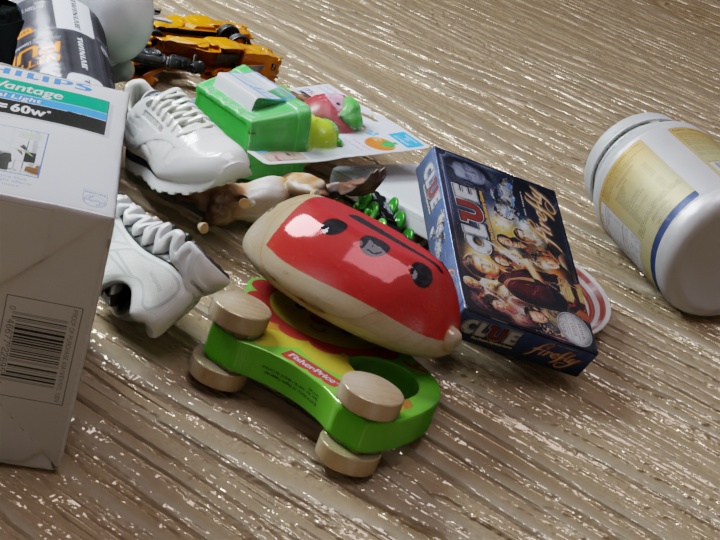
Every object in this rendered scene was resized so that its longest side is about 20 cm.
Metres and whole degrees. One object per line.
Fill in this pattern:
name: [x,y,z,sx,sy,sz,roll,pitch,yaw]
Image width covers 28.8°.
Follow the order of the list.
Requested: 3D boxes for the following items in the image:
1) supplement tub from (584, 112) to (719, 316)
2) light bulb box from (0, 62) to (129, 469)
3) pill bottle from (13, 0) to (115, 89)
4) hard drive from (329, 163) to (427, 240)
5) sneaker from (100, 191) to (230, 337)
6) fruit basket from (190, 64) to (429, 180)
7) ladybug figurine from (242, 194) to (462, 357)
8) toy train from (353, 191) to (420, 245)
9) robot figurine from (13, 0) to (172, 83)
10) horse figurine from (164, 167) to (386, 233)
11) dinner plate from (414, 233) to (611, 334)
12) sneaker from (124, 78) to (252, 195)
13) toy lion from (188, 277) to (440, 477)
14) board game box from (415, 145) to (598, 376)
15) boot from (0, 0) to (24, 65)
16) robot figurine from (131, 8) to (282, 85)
supplement tub: [0.322,-0.062,1.407,0.144,0.145,0.200,4,30,-23]
light bulb box: [-0.237,-0.010,0.941,0.124,0.199,0.200,12,28,-13]
pill bottle: [-0.273,-0.152,1.273,0.106,0.106,0.200,4,43,-23]
hard drive: [0.078,-0.063,1.366,0.132,0.027,0.200,-4,22,-35]
sneaker: [-0.184,-0.008,1.111,0.075,0.081,0.200,45,-10,-35]
fruit basket: [-0.060,-0.155,1.405,0.200,0.094,0.185,-15,35,-32]
ladybug figurine: [0.000,0.000,1.096,0.200,0.072,0.136,30,15,21]
toy train: [0.026,-0.009,1.241,0.042,0.056,0.200,19,24,-23]
robot figurine: [-0.292,-0.252,1.409,0.199,0.170,0.113,-14,46,16]
horse figurine: [-0.079,-0.064,1.272,0.199,0.050,0.133,-6,12,-11]
dinner plate: [0.132,0.016,1.290,0.199,0.024,0.200,13,26,-6]
sneaker: [-0.165,-0.120,1.261,0.076,0.081,0.200,-15,22,-33]
toy lion: [-0.021,0.065,1.083,0.200,0.069,0.192,31,23,26]
board game box: [0.123,-0.011,1.211,0.135,0.035,0.200,18,41,-24]
boot: [-0.328,-0.136,1.163,0.076,0.169,0.200,8,29,-16]
robot figurine: [-0.196,-0.244,1.564,0.199,0.058,0.145,-3,32,-34]
